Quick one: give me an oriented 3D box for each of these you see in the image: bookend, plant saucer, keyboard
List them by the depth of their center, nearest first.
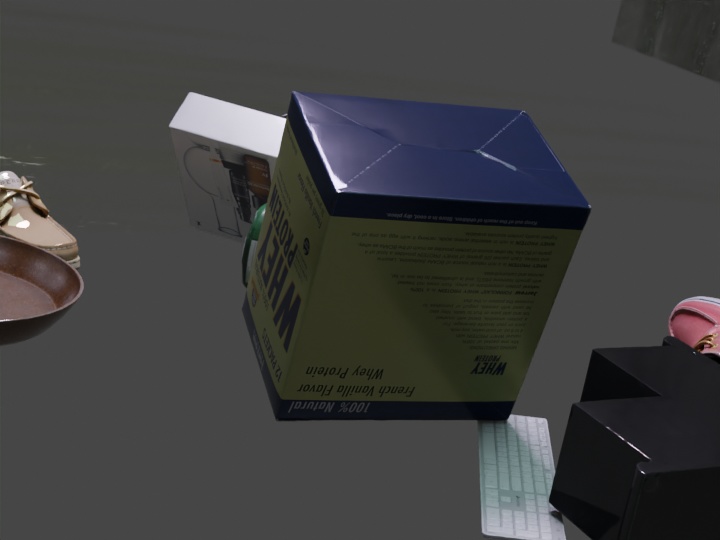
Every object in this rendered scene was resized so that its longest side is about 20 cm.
[{"bbox_3d":[0.201,0.129,0.953,0.197,0.094,0.198,0,21,-31],"label":"bookend"},{"bbox_3d":[0.113,0.146,0.981,0.055,0.011,0.200,12,18,0],"label":"keyboard"},{"bbox_3d":[-0.317,0.014,1.059,0.197,0.035,0.201,11,19,-4],"label":"plant saucer"}]

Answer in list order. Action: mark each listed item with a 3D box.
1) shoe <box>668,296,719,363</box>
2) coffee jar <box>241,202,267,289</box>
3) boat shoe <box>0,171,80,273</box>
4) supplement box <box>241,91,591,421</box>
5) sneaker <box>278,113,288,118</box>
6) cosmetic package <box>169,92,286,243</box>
[{"bbox_3d":[0.318,0.078,1.212,0.090,0.072,0.200,8,22,-30],"label":"shoe"},{"bbox_3d":[0.000,0.000,1.218,0.197,0.087,0.104,17,14,14],"label":"coffee jar"},{"bbox_3d":[-0.319,-0.054,1.202,0.198,0.070,0.073,24,22,33],"label":"boat shoe"},{"bbox_3d":[0.033,-0.006,1.021,0.197,0.202,0.135,2,36,-20],"label":"supplement box"},{"bbox_3d":[-0.061,-0.135,1.613,0.087,0.077,0.199,-15,31,-43],"label":"sneaker"},{"bbox_3d":[-0.077,-0.078,1.308,0.197,0.152,0.052,17,57,15],"label":"cosmetic package"}]
